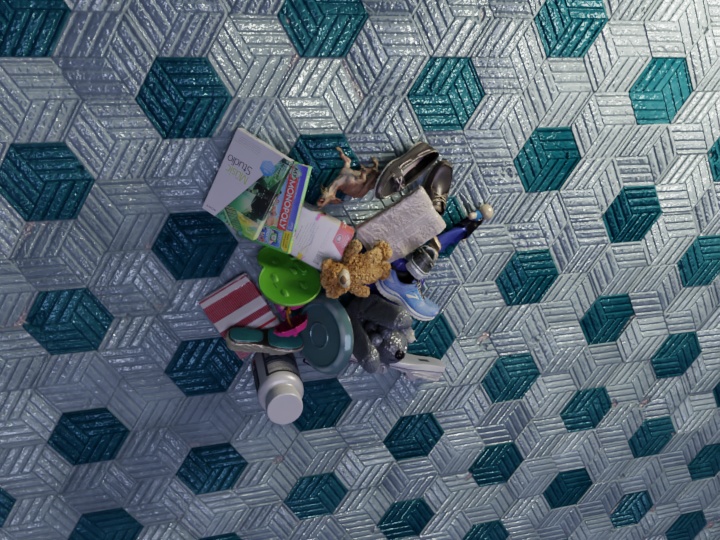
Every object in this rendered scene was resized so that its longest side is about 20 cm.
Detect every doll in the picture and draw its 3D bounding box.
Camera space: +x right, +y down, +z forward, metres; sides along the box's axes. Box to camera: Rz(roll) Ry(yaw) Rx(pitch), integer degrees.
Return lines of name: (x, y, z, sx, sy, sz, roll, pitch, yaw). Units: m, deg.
doll: (0.261, -0.108, 1.663, 0.198, 0.049, 0.137, -32, 160, -19)

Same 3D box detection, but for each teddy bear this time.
teddy bear: (0.000, 0.000, 1.536, 0.197, 0.067, 0.148, 0, 119, -41)

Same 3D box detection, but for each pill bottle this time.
pill bottle: (-0.205, 0.288, 1.652, 0.117, 0.201, 0.122, -7, 118, -13)

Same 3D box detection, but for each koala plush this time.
koala plush: (0.057, 0.171, 1.678, 0.179, 0.183, 0.200, -51, 136, -3)

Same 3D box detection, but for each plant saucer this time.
plant saucer: (-0.097, 0.160, 1.631, 0.027, 0.199, 0.204, -8, 123, -48)

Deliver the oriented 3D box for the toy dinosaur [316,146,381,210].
toy dinosaur: (-0.020, -0.199, 1.542, 0.197, 0.086, 0.137, 5, 126, -37)

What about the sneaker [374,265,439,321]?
sneaker: (0.132, 0.055, 1.657, 0.198, 0.079, 0.089, 33, 111, -27)

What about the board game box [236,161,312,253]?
board game box: (-0.197, -0.156, 1.486, 0.132, 0.029, 0.205, 18, 105, 9)

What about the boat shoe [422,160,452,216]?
boat shoe: (0.187, -0.168, 1.621, 0.073, 0.074, 0.204, 8, 113, -21)

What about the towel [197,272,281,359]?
towel: (-0.295, 0.115, 1.643, 0.142, 0.023, 0.202, -30, 119, 1)

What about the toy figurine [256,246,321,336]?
toy figurine: (-0.186, 0.071, 1.593, 0.148, 0.201, 0.187, -21, 143, -27)

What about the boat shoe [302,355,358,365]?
boat shoe: (-0.063, 0.224, 1.749, 0.197, 0.075, 0.093, 22, 121, -23)

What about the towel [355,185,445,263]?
towel: (0.095, -0.102, 1.579, 0.198, 0.035, 0.133, -32, 121, 10)

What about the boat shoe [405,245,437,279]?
boat shoe: (0.159, -0.023, 1.617, 0.071, 0.200, 0.072, -40, 93, 11)

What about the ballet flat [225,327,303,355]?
ballet flat: (-0.242, 0.181, 1.650, 0.195, 0.068, 0.063, 10, 136, -12)

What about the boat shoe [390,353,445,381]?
boat shoe: (0.147, 0.276, 1.829, 0.196, 0.074, 0.067, 14, 107, -22)

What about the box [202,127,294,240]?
box: (-0.251, -0.190, 1.458, 0.142, 0.036, 0.203, 30, 107, 6)

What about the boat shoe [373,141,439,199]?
boat shoe: (0.108, -0.231, 1.524, 0.200, 0.056, 0.068, -45, 142, -26)

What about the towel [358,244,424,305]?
towel: (0.057, 0.008, 1.687, 0.147, 0.050, 0.200, -40, 120, 12)

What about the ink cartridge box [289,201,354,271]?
ink cartridge box: (-0.125, -0.089, 1.547, 0.197, 0.068, 0.118, 29, 105, -5)
